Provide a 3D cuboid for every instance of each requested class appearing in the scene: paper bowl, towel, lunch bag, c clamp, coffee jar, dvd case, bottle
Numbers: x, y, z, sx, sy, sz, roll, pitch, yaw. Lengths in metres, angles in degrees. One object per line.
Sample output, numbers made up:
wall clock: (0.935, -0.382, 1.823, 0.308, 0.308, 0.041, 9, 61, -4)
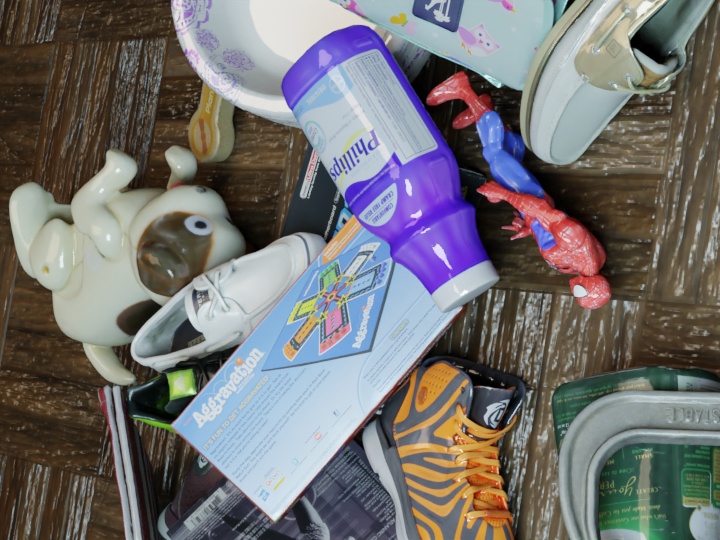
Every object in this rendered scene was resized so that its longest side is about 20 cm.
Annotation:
paper bowl: (-0.032, -0.205, 1.387, 0.201, 0.104, 0.201, -2, 84, 19)
towel: (-0.175, 0.189, 1.457, 0.200, 0.023, 0.144, 86, 172, -64)
lunch bag: (0.081, -0.235, 1.242, 0.170, 0.122, 0.200, 25, 107, 10)
c clamp: (0.205, 0.147, 1.036, 0.200, 0.027, 0.171, 7, 75, 11)
coffee jar: (0.172, 0.162, 1.106, 0.104, 0.085, 0.200, -13, 70, 39)
dvd case: (-0.033, 0.196, 1.329, 0.149, 0.016, 0.200, -44, 47, -6)
bottle: (0.024, -0.067, 1.267, 0.200, 0.065, 0.084, 59, 140, 8)

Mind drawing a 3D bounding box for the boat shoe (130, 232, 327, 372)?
boat shoe: (-0.101, 0.031, 1.403, 0.200, 0.065, 0.074, -40, 52, 39)

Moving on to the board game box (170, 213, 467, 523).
board game box: (-0.030, 0.067, 1.296, 0.103, 0.019, 0.200, 42, 92, 11)

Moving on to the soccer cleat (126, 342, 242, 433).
soccer cleat: (-0.094, 0.085, 1.369, 0.200, 0.081, 0.068, -23, 67, 44)

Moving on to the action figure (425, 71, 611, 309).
action figure: (0.110, -0.048, 1.242, 0.052, 0.065, 0.200, -39, 54, 6)

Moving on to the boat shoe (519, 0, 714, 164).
boat shoe: (0.169, -0.143, 1.192, 0.068, 0.075, 0.200, 47, 127, 32)

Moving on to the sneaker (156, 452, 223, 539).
sneaker: (-0.082, 0.180, 1.410, 0.200, 0.076, 0.116, 24, 96, 50)

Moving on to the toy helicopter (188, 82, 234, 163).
toy helicopter: (-0.117, -0.188, 1.544, 0.132, 0.079, 0.200, 33, 119, 41)

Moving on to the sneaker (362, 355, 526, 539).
sneaker: (0.073, 0.133, 1.235, 0.112, 0.078, 0.200, -56, 45, 25)

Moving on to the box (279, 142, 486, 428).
box: (0.000, 0.000, 1.377, 0.159, 0.046, 0.200, 27, 102, 49)

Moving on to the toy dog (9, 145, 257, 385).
toy dog: (-0.179, -0.010, 1.522, 0.200, 0.140, 0.194, -10, 74, 46)
